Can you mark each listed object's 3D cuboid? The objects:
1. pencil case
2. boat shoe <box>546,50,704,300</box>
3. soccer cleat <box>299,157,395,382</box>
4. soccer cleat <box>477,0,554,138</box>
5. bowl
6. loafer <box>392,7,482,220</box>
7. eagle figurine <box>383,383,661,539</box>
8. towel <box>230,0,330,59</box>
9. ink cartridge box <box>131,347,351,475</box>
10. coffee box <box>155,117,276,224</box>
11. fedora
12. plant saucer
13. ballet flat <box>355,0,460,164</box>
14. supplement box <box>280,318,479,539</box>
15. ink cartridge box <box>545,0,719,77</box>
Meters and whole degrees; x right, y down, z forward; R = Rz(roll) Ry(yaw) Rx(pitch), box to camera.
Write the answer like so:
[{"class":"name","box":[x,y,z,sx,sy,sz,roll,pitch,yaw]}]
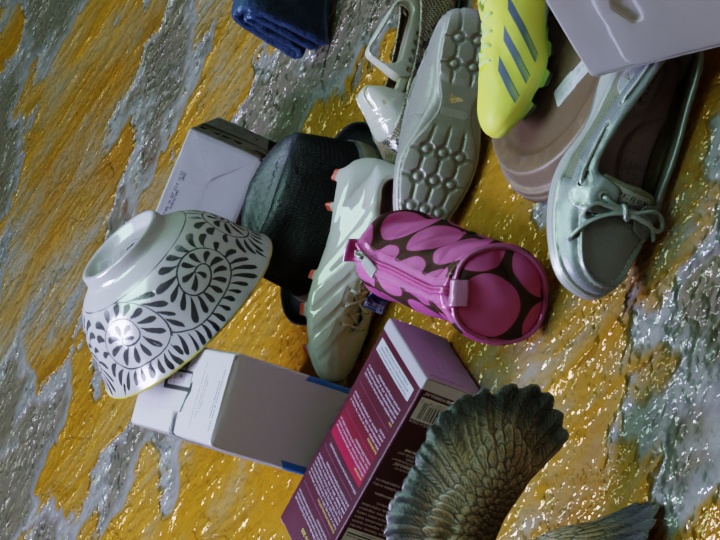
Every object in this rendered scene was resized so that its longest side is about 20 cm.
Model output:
[{"class":"pencil case","box":[0.065,0.004,1.541,0.200,0.094,0.091,18,93,65]},{"class":"boat shoe","box":[0.189,-0.077,1.379,0.065,0.074,0.202,-8,57,64]},{"class":"soccer cleat","box":[0.000,0.000,1.710,0.077,0.069,0.200,7,85,33]},{"class":"soccer cleat","box":[0.115,-0.203,1.539,0.065,0.084,0.200,-3,69,63]},{"class":"bowl","box":[-0.182,0.009,1.734,0.201,0.094,0.201,-37,19,15]},{"class":"loafer","box":[0.070,-0.123,1.670,0.070,0.070,0.200,161,126,-81]},{"class":"eagle figurine","box":[0.087,0.193,1.322,0.200,0.152,0.151,-62,5,28]},{"class":"towel","box":[-0.071,-0.330,2.044,0.049,0.112,0.200,-16,56,48]},{"class":"ink cartridge box","box":[-0.094,0.122,1.710,0.200,0.146,0.084,2,75,65]},{"class":"coffee box","box":[-0.141,-0.082,1.951,0.200,0.080,0.113,-67,0,-81]},{"class":"fedora","box":[-0.055,-0.054,1.824,0.201,0.092,0.201,-45,34,42]},{"class":"plant saucer","box":[0.162,-0.151,1.541,0.200,0.029,0.200,-43,35,42]},{"class":"ballet flat","box":[0.035,-0.174,1.757,0.068,0.075,0.200,-16,57,59]},{"class":"supplement box","box":[0.015,0.153,1.567,0.200,0.061,0.109,-61,26,16]},{"class":"ink cartridge box","box":[0.200,-0.266,1.352,0.146,0.147,0.200,-12,55,23]}]
